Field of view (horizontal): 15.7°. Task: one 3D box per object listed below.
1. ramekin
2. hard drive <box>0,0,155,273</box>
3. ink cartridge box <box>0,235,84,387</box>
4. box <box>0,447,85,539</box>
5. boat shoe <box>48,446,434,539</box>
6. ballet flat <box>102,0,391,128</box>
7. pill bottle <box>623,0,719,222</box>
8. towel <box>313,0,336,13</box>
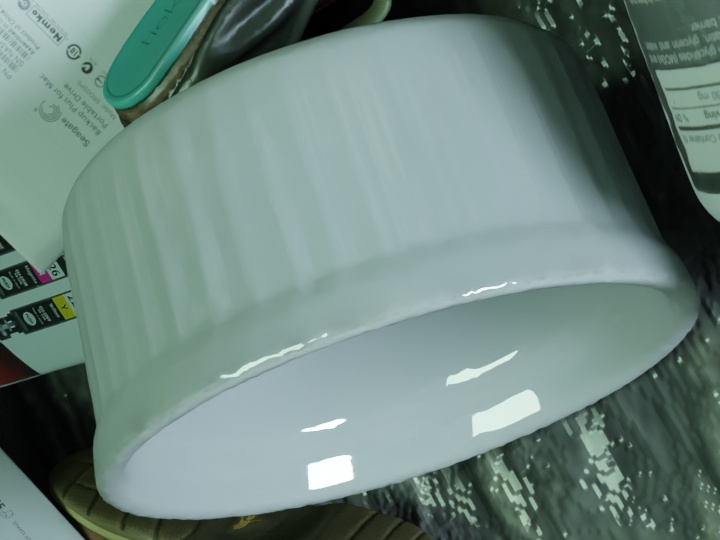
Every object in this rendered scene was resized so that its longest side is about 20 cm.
[{"bbox_3d":[0.000,0.000,0.835,0.200,0.200,0.098,-33,67,39],"label":"ramekin"},{"bbox_3d":[-0.086,-0.117,0.882,0.132,0.200,0.026,45,175,-17],"label":"hard drive"},{"bbox_3d":[-0.127,-0.070,0.952,0.175,0.084,0.201,-17,111,43],"label":"ink cartridge box"},{"bbox_3d":[-0.173,0.138,1.064,0.156,0.041,0.201,42,143,29],"label":"box"},{"bbox_3d":[-0.047,0.115,0.971,0.199,0.072,0.068,18,123,44],"label":"boat shoe"},{"bbox_3d":[-0.010,-0.120,0.859,0.201,0.068,0.068,-57,28,6],"label":"ballet flat"},{"bbox_3d":[0.134,-0.079,0.736,0.116,0.116,0.201,-13,104,41],"label":"pill bottle"},{"bbox_3d":[-0.066,-0.180,0.976,0.144,0.023,0.201,-26,79,40],"label":"towel"}]
